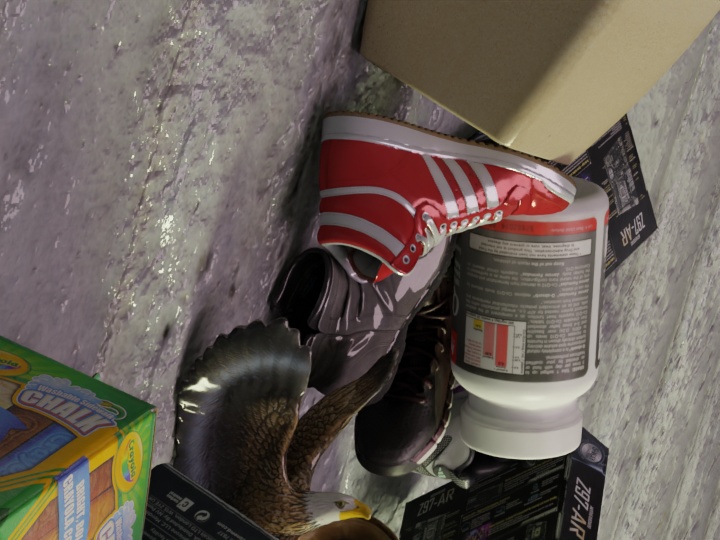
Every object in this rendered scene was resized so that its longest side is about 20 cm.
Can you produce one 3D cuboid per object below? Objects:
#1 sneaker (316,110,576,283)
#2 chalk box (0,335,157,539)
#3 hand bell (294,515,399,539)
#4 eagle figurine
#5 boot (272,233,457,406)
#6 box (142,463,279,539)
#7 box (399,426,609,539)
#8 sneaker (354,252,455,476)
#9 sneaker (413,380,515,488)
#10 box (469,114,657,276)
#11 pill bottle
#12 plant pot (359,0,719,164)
[{"bbox_3d":[0.057,-0.036,1.569,0.199,0.071,0.113,12,79,-24],"label":"sneaker"},{"bbox_3d":[-0.194,0.125,1.231,0.200,0.123,0.125,-35,140,-51],"label":"chalk box"},{"bbox_3d":[-0.006,0.269,1.820,0.105,0.104,0.200,-61,166,-16],"label":"hand bell"},{"bbox_3d":[-0.055,0.139,1.536,0.152,0.150,0.202,125,-30,-83],"label":"eagle figurine"},{"bbox_3d":[0.000,0.000,1.616,0.131,0.069,0.201,23,83,-59],"label":"boot"},{"bbox_3d":[-0.138,0.243,1.325,0.200,0.107,0.149,-41,142,-29],"label":"box"},{"bbox_3d":[0.107,0.228,1.833,0.043,0.199,0.161,40,40,-25],"label":"box"},{"bbox_3d":[0.038,0.053,1.742,0.116,0.075,0.201,73,34,-47],"label":"sneaker"},{"bbox_3d":[0.109,0.109,1.835,0.200,0.139,0.078,-50,149,-35],"label":"sneaker"},{"bbox_3d":[0.165,-0.066,1.840,0.200,0.043,0.161,-40,118,-48],"label":"box"},{"bbox_3d":[0.126,0.033,1.703,0.116,0.115,0.201,-23,119,-58],"label":"pill bottle"},{"bbox_3d":[0.114,-0.187,1.569,0.178,0.200,0.200,-59,158,10],"label":"plant pot"}]
